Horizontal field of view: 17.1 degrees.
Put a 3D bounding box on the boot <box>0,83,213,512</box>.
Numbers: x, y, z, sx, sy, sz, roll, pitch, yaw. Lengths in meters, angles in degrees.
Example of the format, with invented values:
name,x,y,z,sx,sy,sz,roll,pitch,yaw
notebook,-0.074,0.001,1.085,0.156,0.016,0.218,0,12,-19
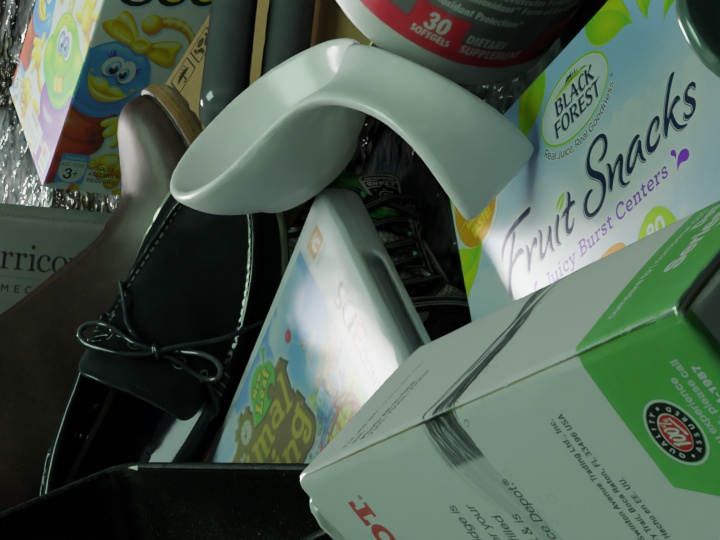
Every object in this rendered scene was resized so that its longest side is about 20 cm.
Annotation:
name,x,y,z,sx,sy,sz,roll,pitch,yaw
boot,-0.137,0.024,1.107,0.072,0.166,0.200,-165,65,-66

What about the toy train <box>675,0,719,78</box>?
name,x,y,z,sx,sy,sz,roll,pitch,yaw
toy train,0.150,-0.130,0.762,0.085,0.114,0.200,-49,43,44

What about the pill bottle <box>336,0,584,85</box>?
name,x,y,z,sx,sy,sz,roll,pitch,yaw
pill bottle,0.071,-0.174,0.937,0.200,0.111,0.111,-55,38,46

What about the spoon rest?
name,x,y,z,sx,sy,sz,roll,pitch,yaw
spoon rest,-0.013,-0.060,0.959,0.099,0.061,0.200,-48,27,-21

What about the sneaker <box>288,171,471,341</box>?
name,x,y,z,sx,sy,sz,roll,pitch,yaw
sneaker,0.000,0.000,1.082,0.200,0.078,0.085,30,111,63

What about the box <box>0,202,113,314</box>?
name,x,y,z,sx,sy,sz,roll,pitch,yaw
box,-0.154,0.034,1.249,0.200,0.199,0.131,-170,85,-66

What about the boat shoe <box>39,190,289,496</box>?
name,x,y,z,sx,sy,sz,roll,pitch,yaw
boat shoe,-0.088,0.044,1.057,0.200,0.075,0.062,-66,-13,3

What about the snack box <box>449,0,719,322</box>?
name,x,y,z,sx,sy,sz,roll,pitch,yaw
snack box,0.113,-0.008,0.862,0.200,0.068,0.169,-45,46,51

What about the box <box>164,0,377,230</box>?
name,x,y,z,sx,sy,sz,roll,pitch,yaw
box,-0.014,-0.134,1.131,0.200,0.021,0.164,-56,32,11

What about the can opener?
name,x,y,z,sx,sy,sz,roll,pitch,yaw
can opener,-0.042,-0.143,1.123,0.067,0.053,0.200,99,176,-55

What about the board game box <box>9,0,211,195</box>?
name,x,y,z,sx,sy,sz,roll,pitch,yaw
board game box,-0.112,-0.150,1.316,0.200,0.103,0.105,-68,30,30

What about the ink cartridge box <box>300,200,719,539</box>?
name,x,y,z,sx,sy,sz,roll,pitch,yaw
ink cartridge box,0.096,0.072,0.753,0.200,0.146,0.084,-27,15,51

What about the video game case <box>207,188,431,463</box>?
name,x,y,z,sx,sy,sz,roll,pitch,yaw
video game case,-0.019,0.097,0.975,0.200,0.022,0.182,-67,29,29

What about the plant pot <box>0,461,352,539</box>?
name,x,y,z,sx,sy,sz,roll,pitch,yaw
plant pot,-0.081,0.185,0.863,0.199,0.200,0.178,-5,101,47
